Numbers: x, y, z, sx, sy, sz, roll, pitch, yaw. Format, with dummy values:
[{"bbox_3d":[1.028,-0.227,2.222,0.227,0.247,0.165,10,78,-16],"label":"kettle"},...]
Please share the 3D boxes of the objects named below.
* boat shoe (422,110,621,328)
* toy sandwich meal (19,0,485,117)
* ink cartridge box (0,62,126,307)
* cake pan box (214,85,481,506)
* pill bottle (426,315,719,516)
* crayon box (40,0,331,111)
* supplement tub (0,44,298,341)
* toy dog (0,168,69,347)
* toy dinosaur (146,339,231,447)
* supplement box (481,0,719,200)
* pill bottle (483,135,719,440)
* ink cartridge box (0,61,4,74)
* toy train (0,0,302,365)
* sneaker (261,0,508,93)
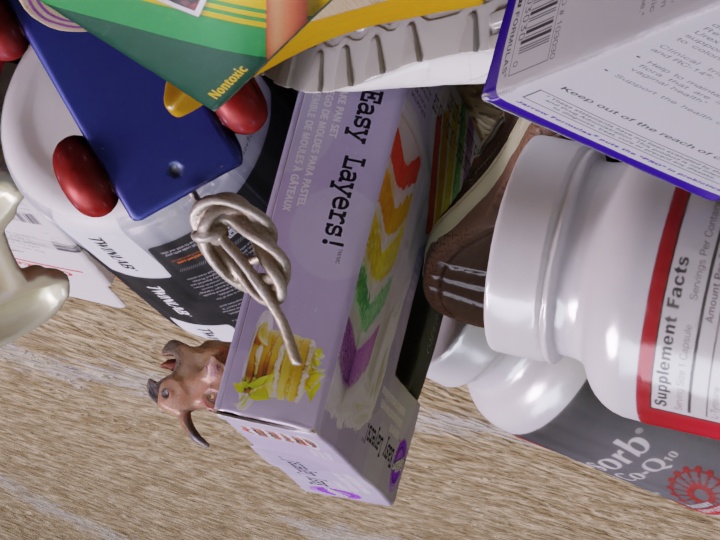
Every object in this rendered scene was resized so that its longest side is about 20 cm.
[{"bbox_3d":[0.083,-0.042,1.078,0.075,0.075,0.202,20,151,-10],"label":"boat shoe"},{"bbox_3d":[-0.036,-0.122,0.861,0.205,0.070,0.205,-6,151,-3],"label":"toy sandwich meal"},{"bbox_3d":[-0.193,-0.050,1.385,0.116,0.068,0.200,13,164,15],"label":"ink cartridge box"},{"bbox_3d":[0.000,0.000,1.123,0.052,0.184,0.200,14,168,13],"label":"cake pan box"},{"bbox_3d":[0.125,0.041,1.284,0.200,0.116,0.116,23,163,-23],"label":"pill bottle"},{"bbox_3d":[-0.055,-0.155,0.722,0.172,0.058,0.200,31,137,-19],"label":"crayon box"},{"bbox_3d":[-0.073,-0.041,1.190,0.122,0.123,0.200,10,163,24],"label":"supplement tub"},{"bbox_3d":[-0.259,-0.044,1.229,0.200,0.194,0.140,55,179,27],"label":"toy dog"},{"bbox_3d":[-0.010,0.041,1.386,0.200,0.136,0.086,0,158,45],"label":"toy dinosaur"},{"bbox_3d":[0.137,-0.099,0.807,0.103,0.101,0.200,22,164,-20],"label":"supplement box"},{"bbox_3d":[0.152,0.010,0.943,0.200,0.112,0.112,13,164,15],"label":"pill bottle"},{"bbox_3d":[-0.250,-0.146,1.081,0.146,0.083,0.200,11,164,19],"label":"ink cartridge box"},{"bbox_3d":[-0.073,-0.058,1.028,0.200,0.085,0.116,60,-171,-8],"label":"toy train"},{"bbox_3d":[0.034,-0.099,0.986,0.200,0.076,0.080,6,177,44],"label":"sneaker"}]
